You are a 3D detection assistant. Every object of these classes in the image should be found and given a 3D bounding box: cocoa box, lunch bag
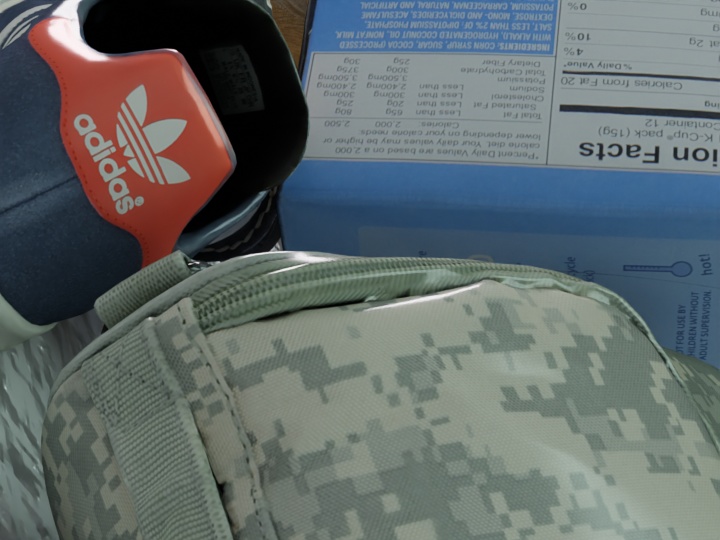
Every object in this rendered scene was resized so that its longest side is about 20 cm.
[{"bbox_3d":[0.056,0.001,0.603,0.201,0.132,0.132,84,11,-49],"label":"cocoa box"},{"bbox_3d":[0.025,0.103,0.422,0.167,0.139,0.201,24,39,-54],"label":"lunch bag"}]

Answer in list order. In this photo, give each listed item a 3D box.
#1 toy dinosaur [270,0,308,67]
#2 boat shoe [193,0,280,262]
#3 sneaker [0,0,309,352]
[{"bbox_3d":[-0.021,-0.106,0.953,0.200,0.106,0.061,51,55,-21],"label":"toy dinosaur"},{"bbox_3d":[-0.064,-0.097,0.674,0.060,0.073,0.202,39,30,-72],"label":"boat shoe"},{"bbox_3d":[-0.052,-0.036,0.522,0.075,0.084,0.200,63,8,-15],"label":"sneaker"}]
